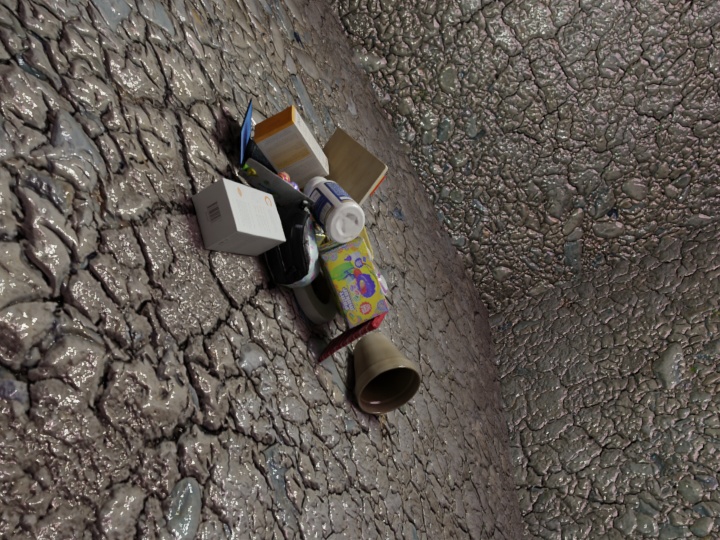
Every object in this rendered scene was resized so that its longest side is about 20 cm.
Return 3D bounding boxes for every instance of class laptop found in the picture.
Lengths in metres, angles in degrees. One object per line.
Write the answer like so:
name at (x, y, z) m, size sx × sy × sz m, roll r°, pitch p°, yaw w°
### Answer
laptop at (-0.265, -0.330, 1.487) m, size 0.199 × 0.102 × 0.180 m, roll 38°, pitch 33°, yaw -29°

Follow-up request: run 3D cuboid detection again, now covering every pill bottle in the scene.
pill bottle at (-0.078, -0.167, 1.439) m, size 0.111 × 0.111 × 0.201 m, roll 46°, pitch 3°, yaw -44°

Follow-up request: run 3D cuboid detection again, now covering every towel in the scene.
towel at (-0.017, 0.172, 1.470) m, size 0.023 × 0.198 × 0.145 m, roll 54°, pitch 22°, yaw -3°

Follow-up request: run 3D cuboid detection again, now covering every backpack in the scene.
backpack at (-0.173, -0.059, 1.388) m, size 0.126 × 0.163 × 0.206 m, roll 16°, pitch 60°, yaw -70°

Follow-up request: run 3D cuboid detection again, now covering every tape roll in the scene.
tape roll at (-0.129, 0.050, 1.546) m, size 0.204 × 0.036 × 0.206 m, roll 52°, pitch 26°, yaw -38°

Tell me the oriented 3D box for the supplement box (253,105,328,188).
supplement box at (-0.185, -0.326, 1.479) m, size 0.201 × 0.123 × 0.075 m, roll 54°, pitch 21°, yaw -44°

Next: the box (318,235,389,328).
box at (-0.029, 0.021, 1.481) m, size 0.193 × 0.119 × 0.205 m, roll -141°, pitch -150°, yaw -75°

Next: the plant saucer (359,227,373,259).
plant saucer at (-0.028, -0.052, 1.706) m, size 0.203 × 0.047 × 0.203 m, roll -67°, pitch 147°, yaw -42°

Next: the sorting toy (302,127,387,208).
sorting toy at (-0.044, -0.264, 1.564) m, size 0.198 × 0.202 × 0.069 m, roll 41°, pitch 7°, yaw 21°

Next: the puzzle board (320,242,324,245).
puzzle board at (-0.075, 0.019, 1.687) m, size 0.203 × 0.017 × 0.151 m, roll 62°, pitch 4°, yaw -24°

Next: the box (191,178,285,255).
box at (-0.276, -0.117, 1.255) m, size 0.199 × 0.096 × 0.128 m, roll 9°, pitch 60°, yaw -66°

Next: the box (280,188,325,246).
box at (-0.171, -0.159, 1.537) m, size 0.074 × 0.050 × 0.203 m, roll 5°, pitch 47°, yaw -42°

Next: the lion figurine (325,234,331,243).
lion figurine at (-0.079, -0.074, 1.733) m, size 0.199 × 0.070 × 0.126 m, roll -8°, pitch 89°, yaw -73°

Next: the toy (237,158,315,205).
toy at (-0.213, -0.227, 1.408) m, size 0.197 × 0.114 × 0.048 m, roll 30°, pitch 66°, yaw -21°

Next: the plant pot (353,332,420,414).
plant pot at (0.058, 0.288, 1.602) m, size 0.200 × 0.198 × 0.175 m, roll 47°, pitch 12°, yaw -42°

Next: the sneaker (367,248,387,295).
sneaker at (0.000, 0.000, 1.626) m, size 0.204 × 0.098 × 0.075 m, roll 62°, pitch 23°, yaw -6°
